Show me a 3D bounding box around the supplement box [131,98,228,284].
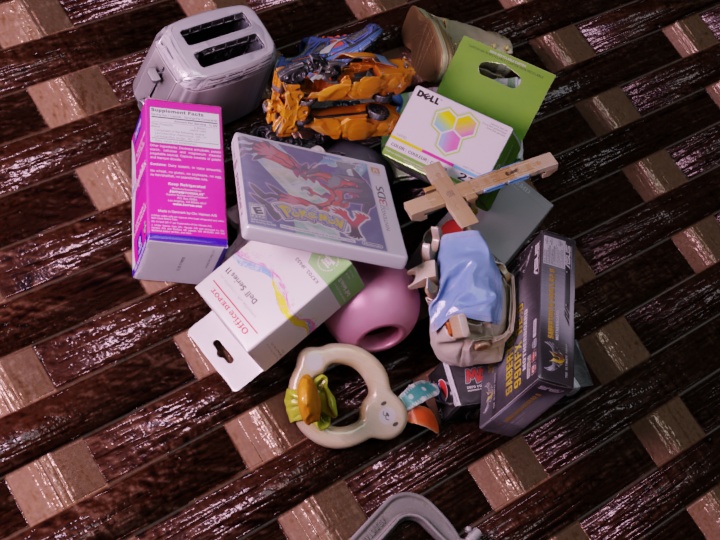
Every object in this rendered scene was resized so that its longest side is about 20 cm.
[{"bbox_3d":[-0.223,-0.097,1.595,0.102,0.101,0.202,5,61,-18],"label":"supplement box"}]

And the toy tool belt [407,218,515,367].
[{"bbox_3d":[0.119,0.008,1.552,0.124,0.123,0.202,-11,62,8],"label":"toy tool belt"}]

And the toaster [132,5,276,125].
[{"bbox_3d":[-0.191,-0.260,1.680,0.199,0.129,0.114,-22,74,-30],"label":"toaster"}]

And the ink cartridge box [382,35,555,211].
[{"bbox_3d":[0.141,-0.201,1.682,0.147,0.076,0.201,27,88,20],"label":"ink cartridge box"}]

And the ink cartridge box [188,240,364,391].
[{"bbox_3d":[-0.110,0.032,1.529,0.200,0.067,0.117,-41,62,-6],"label":"ink cartridge box"}]

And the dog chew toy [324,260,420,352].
[{"bbox_3d":[0.000,0.000,1.626,0.123,0.125,0.201,-3,57,-23],"label":"dog chew toy"}]

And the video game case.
[{"bbox_3d":[-0.050,-0.084,1.537,0.198,0.023,0.183,10,38,-19],"label":"video game case"}]

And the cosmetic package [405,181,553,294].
[{"bbox_3d":[0.157,-0.041,1.728,0.107,0.090,0.200,38,58,5],"label":"cosmetic package"}]

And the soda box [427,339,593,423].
[{"bbox_3d":[0.192,0.141,1.656,0.198,0.063,0.071,-7,65,-24],"label":"soda box"}]

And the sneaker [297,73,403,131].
[{"bbox_3d":[-0.017,-0.221,1.741,0.199,0.077,0.085,-26,63,-38],"label":"sneaker"}]

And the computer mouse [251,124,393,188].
[{"bbox_3d":[-0.054,-0.121,1.698,0.198,0.046,0.141,14,60,-6],"label":"computer mouse"}]

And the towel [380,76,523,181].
[{"bbox_3d":[0.125,-0.189,1.772,0.198,0.031,0.150,-6,58,16],"label":"towel"}]

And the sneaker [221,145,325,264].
[{"bbox_3d":[-0.108,-0.079,1.624,0.099,0.075,0.201,29,75,-2],"label":"sneaker"}]

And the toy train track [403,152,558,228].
[{"bbox_3d":[0.149,-0.097,1.599,0.198,0.033,0.115,-20,50,-11],"label":"toy train track"}]

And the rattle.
[{"bbox_3d":[0.018,0.152,1.527,0.198,0.143,0.131,19,65,-8],"label":"rattle"}]

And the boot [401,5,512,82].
[{"bbox_3d":[0.148,-0.305,1.842,0.154,0.073,0.200,15,23,-18],"label":"boot"}]

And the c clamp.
[{"bbox_3d":[0.067,0.348,1.515,0.199,0.027,0.171,-34,80,-33],"label":"c clamp"}]

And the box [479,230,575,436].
[{"bbox_3d":[0.200,0.077,1.561,0.048,0.159,0.201,16,59,-15],"label":"box"}]

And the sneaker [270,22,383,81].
[{"bbox_3d":[-0.045,-0.298,1.796,0.078,0.075,0.200,47,55,11],"label":"sneaker"}]

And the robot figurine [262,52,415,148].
[{"bbox_3d":[-0.034,-0.216,1.652,0.198,0.146,0.058,-6,42,-25],"label":"robot figurine"}]
